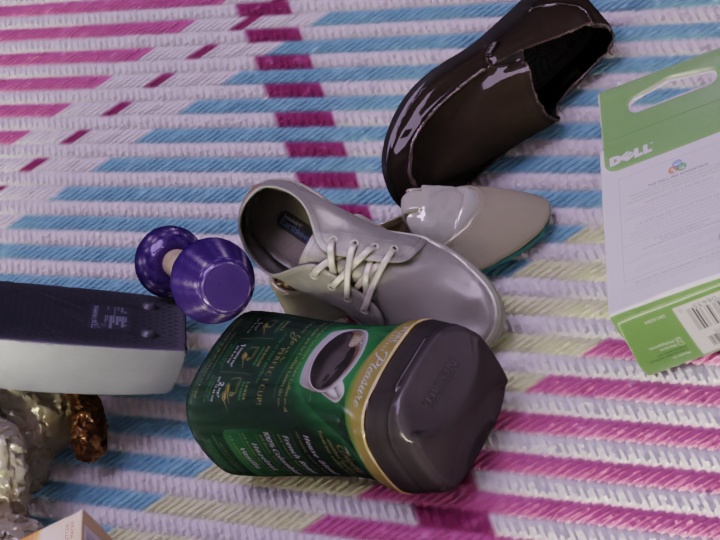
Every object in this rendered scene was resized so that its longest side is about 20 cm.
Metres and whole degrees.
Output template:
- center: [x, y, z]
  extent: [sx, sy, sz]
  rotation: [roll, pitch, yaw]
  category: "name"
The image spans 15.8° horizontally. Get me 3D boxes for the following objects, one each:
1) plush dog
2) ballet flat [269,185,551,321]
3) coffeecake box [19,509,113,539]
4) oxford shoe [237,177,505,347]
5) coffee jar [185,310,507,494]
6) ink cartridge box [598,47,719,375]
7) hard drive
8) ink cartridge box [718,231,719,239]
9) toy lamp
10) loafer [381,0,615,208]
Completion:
- center: [-0.267, 0.117, 1.775]
  extent: [0.199, 0.161, 0.171]
  rotation: [4, 27, 41]
  category: "plush dog"
- center: [0.027, -0.018, 1.706]
  extent: [0.199, 0.070, 0.070]
  rotation: [-23, 39, 21]
  category: "ballet flat"
- center: [-0.238, 0.263, 1.632]
  extent: [0.199, 0.073, 0.154]
  rotation: [-26, 39, 18]
  category: "coffeecake box"
- center: [0.000, 0.000, 1.657]
  extent: [0.199, 0.058, 0.076]
  rotation: [29, 102, 20]
  category: "oxford shoe"
- center: [-0.008, 0.081, 1.614]
  extent: [0.199, 0.085, 0.105]
  rotation: [2, 49, 43]
  category: "coffee jar"
- center: [0.205, -0.041, 1.579]
  extent: [0.103, 0.059, 0.201]
  rotation: [-21, 40, 21]
  category: "ink cartridge box"
- center: [-0.218, 0.044, 1.765]
  extent: [0.198, 0.043, 0.135]
  rotation: [5, 15, -6]
  category: "hard drive"
- center: [0.277, -0.060, 1.500]
  extent: [0.119, 0.042, 0.201]
  rotation: [18, 51, 0]
  category: "ink cartridge box"
- center: [-0.110, 0.002, 1.719]
  extent: [0.058, 0.058, 0.200]
  rotation: [-45, 14, -9]
  category: "toy lamp"
- center: [0.094, -0.117, 1.745]
  extent: [0.200, 0.073, 0.071]
  rotation: [-48, 35, -12]
  category: "loafer"
